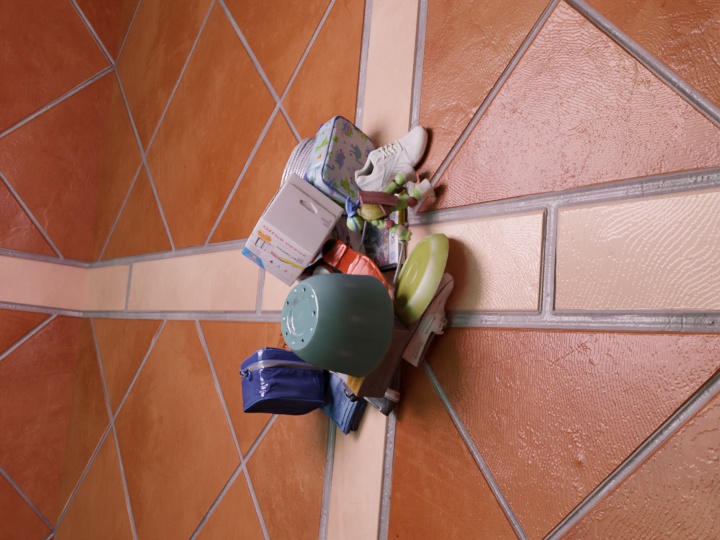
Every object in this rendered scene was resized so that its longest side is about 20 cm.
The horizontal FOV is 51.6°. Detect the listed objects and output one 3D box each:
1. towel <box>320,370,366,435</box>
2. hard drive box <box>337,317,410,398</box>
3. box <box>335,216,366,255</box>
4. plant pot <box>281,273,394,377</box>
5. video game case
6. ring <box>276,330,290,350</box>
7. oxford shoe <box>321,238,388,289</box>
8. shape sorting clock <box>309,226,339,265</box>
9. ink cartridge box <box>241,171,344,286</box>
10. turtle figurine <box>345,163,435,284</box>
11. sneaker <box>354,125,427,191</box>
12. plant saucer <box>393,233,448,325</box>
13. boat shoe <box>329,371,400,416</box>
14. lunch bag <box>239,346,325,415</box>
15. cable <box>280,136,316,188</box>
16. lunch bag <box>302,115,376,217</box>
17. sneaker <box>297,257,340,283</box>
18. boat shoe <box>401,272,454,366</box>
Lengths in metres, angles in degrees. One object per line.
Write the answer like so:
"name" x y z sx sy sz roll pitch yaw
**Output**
"towel" -0.061 0.281 1.729 0.199 0.048 0.114 35 109 50
"hard drive box" -0.002 0.143 1.552 0.200 0.076 0.159 40 113 48
"box" -0.023 -0.073 1.729 0.039 0.041 0.203 -42 52 38
"plant pot" -0.057 0.099 1.442 0.199 0.159 0.206 -15 70 48
"video game case" 0.030 -0.083 1.714 0.198 0.025 0.185 -13 72 50
"ring" -0.138 0.116 1.800 0.200 0.019 0.201 -44 17 17
"oxford shoe" 0.000 0.000 1.608 0.072 0.072 0.200 -50 56 6
"shape sorting clock" -0.099 -0.055 1.853 0.198 0.039 0.205 -17 70 53
"ink cartridge box" -0.156 -0.089 1.677 0.146 0.146 0.200 -60 8 -29
"turtle figurine" 0.065 -0.117 1.598 0.193 0.202 0.144 -38 20 -9
"sneaker" 0.068 -0.245 1.644 0.200 0.080 0.071 -46 38 19
"plant saucer" 0.115 0.012 1.512 0.202 0.031 0.201 -60 15 26
"boat shoe" -0.002 0.258 1.620 0.197 0.070 0.067 23 84 33
"lunch bag" -0.184 0.247 1.694 0.135 0.197 0.135 -34 54 47
"cable" -0.122 -0.218 1.803 0.068 0.201 0.202 20 64 18
"lunch bag" -0.041 -0.236 1.714 0.082 0.159 0.204 -19 49 44
"sneaker" -0.087 0.007 1.759 0.082 0.077 0.199 -50 17 -24
"boat shoe" 0.145 0.103 1.506 0.066 0.073 0.202 37 113 19
